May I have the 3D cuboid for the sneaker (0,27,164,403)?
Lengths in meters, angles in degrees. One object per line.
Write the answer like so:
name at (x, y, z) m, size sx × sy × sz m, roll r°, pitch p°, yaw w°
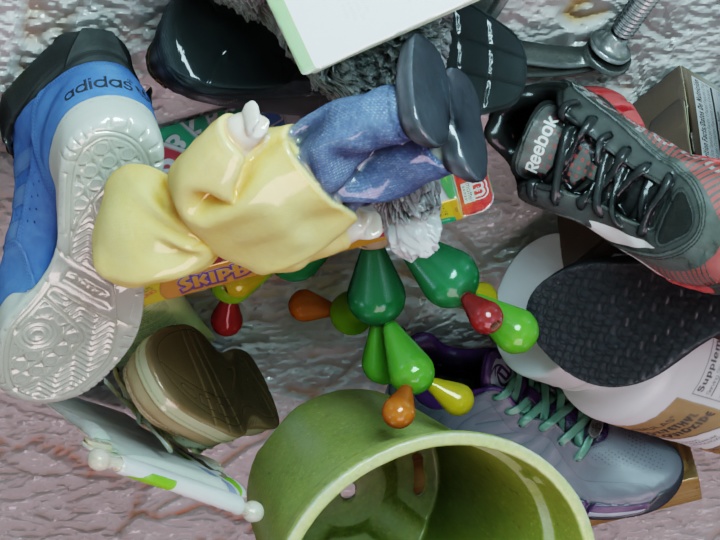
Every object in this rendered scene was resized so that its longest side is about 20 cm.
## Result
sneaker at (-0.152, -0.033, 1.334) m, size 0.076 × 0.111 × 0.200 m, roll 2°, pitch 130°, yaw -18°

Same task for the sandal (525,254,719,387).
sandal at (0.178, 0.011, 1.413) m, size 0.200 × 0.075 × 0.045 m, roll -22°, pitch -172°, yaw 40°

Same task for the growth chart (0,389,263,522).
growth chart at (-0.136, 0.104, 1.540) m, size 0.144 × 0.200 × 0.018 m, roll 24°, pitch 91°, yaw -31°

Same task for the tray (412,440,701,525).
tray at (0.117, 0.126, 1.702) m, size 0.199 × 0.099 × 0.037 m, roll -14°, pitch 147°, yaw 2°

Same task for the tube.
tube at (-0.138, 0.013, 1.490) m, size 0.058 × 0.052 × 0.200 m, roll 23°, pitch 161°, yaw 16°

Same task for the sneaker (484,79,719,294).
sneaker at (0.135, -0.047, 1.350) m, size 0.098 × 0.200 × 0.071 m, roll 13°, pitch 108°, yaw -38°

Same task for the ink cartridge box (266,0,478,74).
ink cartridge box at (0.034, -0.192, 1.135) m, size 0.199 × 0.146 × 0.048 m, roll -22°, pitch -169°, yaw 15°

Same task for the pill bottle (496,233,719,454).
pill bottle at (0.183, 0.044, 1.580) m, size 0.200 × 0.115 × 0.114 m, roll 17°, pitch 138°, yaw -39°

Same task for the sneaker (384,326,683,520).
sneaker at (0.107, 0.095, 1.611) m, size 0.199 × 0.075 × 0.088 m, roll 15°, pitch 147°, yaw 12°

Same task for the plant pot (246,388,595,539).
plant pot at (0.016, 0.160, 1.537) m, size 0.200 × 0.184 × 0.201 m, roll -6°, pitch 109°, yaw -17°

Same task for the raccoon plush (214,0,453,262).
raccoon plush at (-0.027, -0.100, 1.233) m, size 0.133 × 0.201 × 0.097 m, roll -5°, pitch -179°, yaw -10°

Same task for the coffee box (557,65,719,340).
coffee box at (0.224, -0.023, 1.490) m, size 0.200 × 0.080 × 0.113 m, roll 24°, pitch 135°, yaw -29°

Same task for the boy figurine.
boy figurine at (-0.038, -0.040, 1.209) m, size 0.199 × 0.065 × 0.124 m, roll -20°, pitch 148°, yaw 28°

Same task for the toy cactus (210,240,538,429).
toy cactus at (0.000, 0.000, 1.456) m, size 0.199 × 0.102 × 0.166 m, roll 16°, pitch 127°, yaw 25°

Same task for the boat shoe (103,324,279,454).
boat shoe at (-0.104, 0.081, 1.535) m, size 0.063 × 0.074 × 0.200 m, roll -25°, pitch 165°, yaw 10°

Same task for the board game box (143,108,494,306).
board game box at (-0.034, -0.051, 1.372) m, size 0.199 × 0.096 × 0.030 m, roll -14°, pitch 149°, yaw 3°

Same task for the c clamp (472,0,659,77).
c clamp at (0.137, -0.156, 1.329) m, size 0.170 × 0.027 × 0.200 m, roll 8°, pitch 144°, yaw -28°

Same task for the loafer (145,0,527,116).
loafer at (-0.013, -0.111, 1.323) m, size 0.199 × 0.073 × 0.072 m, roll 7°, pitch 169°, yaw -18°
